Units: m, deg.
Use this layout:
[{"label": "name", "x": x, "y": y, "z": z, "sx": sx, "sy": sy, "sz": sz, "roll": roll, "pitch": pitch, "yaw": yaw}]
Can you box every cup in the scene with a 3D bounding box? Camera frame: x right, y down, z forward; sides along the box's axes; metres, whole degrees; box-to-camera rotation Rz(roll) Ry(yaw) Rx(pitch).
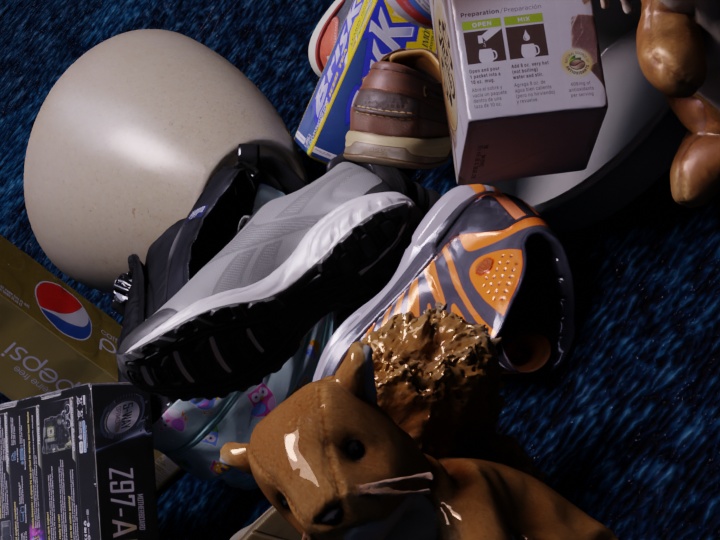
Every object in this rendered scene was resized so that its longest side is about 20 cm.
[{"label": "cup", "x": -0.120, "y": -0.063, "z": 1.600, "sx": 0.143, "sy": 0.200, "sz": 0.200, "roll": 21, "pitch": 73, "yaw": 47}]

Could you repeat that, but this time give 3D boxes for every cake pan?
[{"label": "cake pan", "x": 0.148, "y": -0.102, "z": 1.348, "sx": 0.200, "sy": 0.037, "sz": 0.200, "roll": -39, "pitch": 27, "yaw": 24}]

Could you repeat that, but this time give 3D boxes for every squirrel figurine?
[{"label": "squirrel figurine", "x": 0.186, "y": -0.173, "z": 1.176, "sx": 0.141, "sy": 0.187, "sz": 0.200, "roll": -24, "pitch": 34, "yaw": 38}, {"label": "squirrel figurine", "x": 0.021, "y": 0.109, "z": 1.087, "sx": 0.141, "sy": 0.187, "sz": 0.200, "roll": -39, "pitch": 26, "yaw": 24}]

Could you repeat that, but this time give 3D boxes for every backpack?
[{"label": "backpack", "x": -0.084, "y": 0.041, "z": 1.441, "sx": 0.167, "sy": 0.126, "sz": 0.200, "roll": -49, "pitch": 24, "yaw": 35}]

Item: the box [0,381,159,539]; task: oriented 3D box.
[{"label": "box", "x": -0.184, "y": 0.177, "z": 1.391, "sx": 0.160, "sy": 0.043, "sz": 0.200, "roll": -16, "pitch": 76, "yaw": 53}]

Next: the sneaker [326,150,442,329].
[{"label": "sneaker", "x": 0.000, "y": 0.000, "z": 1.396, "sx": 0.076, "sy": 0.091, "sz": 0.200, "roll": -35, "pitch": 30, "yaw": 27}]

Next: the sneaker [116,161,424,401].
[{"label": "sneaker", "x": -0.059, "y": 0.007, "z": 1.331, "sx": 0.200, "sy": 0.074, "sz": 0.079, "roll": -33, "pitch": 48, "yaw": -9}]

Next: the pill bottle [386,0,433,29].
[{"label": "pill bottle", "x": 0.107, "y": -0.220, "z": 1.395, "sx": 0.200, "sy": 0.112, "sz": 0.112, "roll": -6, "pitch": 49, "yaw": 46}]

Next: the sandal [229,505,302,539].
[{"label": "sandal", "x": -0.034, "y": 0.166, "z": 1.257, "sx": 0.200, "sy": 0.080, "sz": 0.054, "roll": -37, "pitch": 6, "yaw": 37}]

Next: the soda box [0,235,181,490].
[{"label": "soda box", "x": -0.195, "y": 0.065, "z": 1.504, "sx": 0.064, "sy": 0.200, "sz": 0.068, "roll": -41, "pitch": 26, "yaw": 21}]

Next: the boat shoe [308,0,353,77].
[{"label": "boat shoe", "x": 0.032, "y": -0.226, "z": 1.684, "sx": 0.063, "sy": 0.071, "sz": 0.200, "roll": 8, "pitch": 63, "yaw": 55}]

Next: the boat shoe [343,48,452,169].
[{"label": "boat shoe", "x": 0.042, "y": -0.108, "z": 1.419, "sx": 0.200, "sy": 0.072, "sz": 0.068, "roll": -30, "pitch": -54, "yaw": -72}]

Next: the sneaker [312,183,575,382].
[{"label": "sneaker", "x": 0.047, "y": 0.051, "z": 1.262, "sx": 0.112, "sy": 0.078, "sz": 0.200, "roll": 36, "pitch": 100, "yaw": 53}]

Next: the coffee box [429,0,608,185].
[{"label": "coffee box", "x": 0.081, "y": -0.162, "z": 1.245, "sx": 0.113, "sy": 0.080, "sz": 0.200, "roll": 93, "pitch": 169, "yaw": -75}]

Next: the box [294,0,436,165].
[{"label": "box", "x": 0.025, "y": -0.164, "z": 1.542, "sx": 0.070, "sy": 0.064, "sz": 0.200, "roll": -130, "pitch": 63, "yaw": -74}]
